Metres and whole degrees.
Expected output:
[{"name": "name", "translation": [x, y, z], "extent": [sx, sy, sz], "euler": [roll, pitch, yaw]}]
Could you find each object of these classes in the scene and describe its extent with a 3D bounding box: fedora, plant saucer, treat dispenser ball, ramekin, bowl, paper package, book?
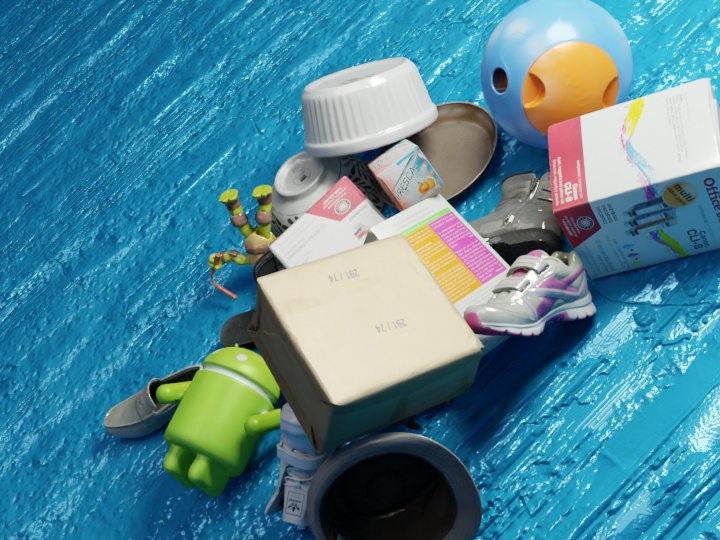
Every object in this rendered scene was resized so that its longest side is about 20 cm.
[{"name": "fedora", "translation": [0.038, 0.249, 1.238], "extent": [0.199, 0.177, 0.090], "euler": [-32, 13, 16]}, {"name": "plant saucer", "translation": [0.112, -0.161, 1.601], "extent": [0.199, 0.032, 0.201], "euler": [-20, 46, 22]}, {"name": "treat dispenser ball", "translation": [0.259, -0.262, 1.456], "extent": [0.200, 0.201, 0.202], "euler": [-19, 46, 21]}, {"name": "ramekin", "translation": [0.006, -0.240, 1.590], "extent": [0.201, 0.095, 0.203], "euler": [-14, 18, 5]}, {"name": "bowl", "translation": [-0.068, -0.118, 1.645], "extent": [0.199, 0.094, 0.202], "euler": [-18, 46, 20]}, {"name": "paper package", "translation": [0.002, 0.075, 1.223], "extent": [0.199, 0.104, 0.191], "euler": [-19, 59, -26]}, {"name": "book", "translation": [0.115, 0.005, 1.348], "extent": [0.133, 0.048, 0.200], "euler": [-30, 69, -32]}]

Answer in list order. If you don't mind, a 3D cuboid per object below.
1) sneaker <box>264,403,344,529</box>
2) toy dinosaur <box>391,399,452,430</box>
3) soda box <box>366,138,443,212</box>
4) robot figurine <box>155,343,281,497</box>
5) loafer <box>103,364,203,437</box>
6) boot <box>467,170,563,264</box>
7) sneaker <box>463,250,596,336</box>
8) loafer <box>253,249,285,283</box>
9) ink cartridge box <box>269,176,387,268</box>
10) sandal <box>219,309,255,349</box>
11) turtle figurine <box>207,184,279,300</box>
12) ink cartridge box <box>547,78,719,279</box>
[{"name": "sneaker", "translation": [-0.066, 0.234, 1.284], "extent": [0.075, 0.200, 0.116], "euler": [14, 67, 13]}, {"name": "toy dinosaur", "translation": [0.060, 0.128, 1.318], "extent": [0.077, 0.103, 0.200], "euler": [-10, 13, 38]}, {"name": "soda box", "translation": [0.057, -0.130, 1.475], "extent": [0.068, 0.064, 0.200], "euler": [-36, 11, 3]}, {"name": "robot figurine", "translation": [-0.180, 0.190, 1.444], "extent": [0.174, 0.116, 0.201], "euler": [12, 64, 32]}, {"name": "loafer", "translation": [-0.287, 0.182, 1.562], "extent": [0.199, 0.070, 0.070], "euler": [-24, 44, 16]}, {"name": "boot", "translation": [0.182, -0.067, 1.457], "extent": [0.198, 0.070, 0.132], "euler": [0, 52, 22]}, {"name": "sneaker", "translation": [0.191, 0.024, 1.271], "extent": [0.199, 0.089, 0.081], "euler": [-14, 9, -42]}, {"name": "loafer", "translation": [-0.058, -0.022, 1.539], "extent": [0.198, 0.072, 0.063], "euler": [-19, 10, 0]}, {"name": "ink cartridge box", "translation": [0.000, 0.000, 1.448], "extent": [0.145, 0.083, 0.200], "euler": [-42, 68, -2]}, {"name": "sandal", "translation": [-0.120, 0.066, 1.558], "extent": [0.199, 0.048, 0.076], "euler": [-20, 46, 20]}, {"name": "turtle figurine", "translation": [-0.140, -0.042, 1.609], "extent": [0.198, 0.163, 0.064], "euler": [0, 25, 26]}, {"name": "ink cartridge box", "translation": [0.343, -0.106, 1.306], "extent": [0.199, 0.145, 0.146], "euler": [-16, 47, 24]}]
